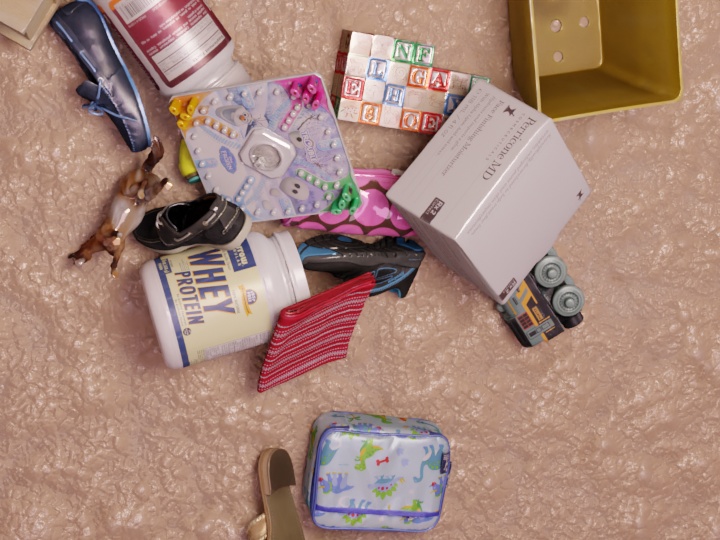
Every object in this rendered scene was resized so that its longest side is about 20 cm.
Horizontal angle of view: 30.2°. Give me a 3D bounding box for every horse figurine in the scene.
[{"bbox_3d":[-0.292,-0.075,1.680,0.050,0.132,0.201,28,92,-23],"label":"horse figurine"}]

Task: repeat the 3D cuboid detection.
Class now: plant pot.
[{"bbox_3d":[0.287,-0.316,1.744,0.199,0.176,0.201,-10,106,-12],"label":"plant pot"}]

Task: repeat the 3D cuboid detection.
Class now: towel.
[{"bbox_3d":[-0.059,0.084,1.743,0.144,0.200,0.023,-22,64,-27],"label":"towel"}]

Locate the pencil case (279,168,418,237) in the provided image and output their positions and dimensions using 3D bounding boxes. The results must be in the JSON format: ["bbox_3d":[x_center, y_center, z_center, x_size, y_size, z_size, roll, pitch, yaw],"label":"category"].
[{"bbox_3d":[-0.008,-0.098,1.769,0.199,0.091,0.094,1,138,-16],"label":"pencil case"}]

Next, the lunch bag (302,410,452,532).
[{"bbox_3d":[0.024,0.286,1.869,0.199,0.082,0.162,7,104,-14],"label":"lunch bag"}]

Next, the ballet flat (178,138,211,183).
[{"bbox_3d":[-0.140,-0.164,1.735,0.199,0.067,0.068,-12,84,-9],"label":"ballet flat"}]

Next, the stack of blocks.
[{"bbox_3d":[0.067,-0.244,1.767,0.199,0.059,0.116,8,100,-16],"label":"stack of blocks"}]

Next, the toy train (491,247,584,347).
[{"bbox_3d":[0.230,0.011,1.859,0.114,0.085,0.201,-33,108,5],"label":"toy train"}]

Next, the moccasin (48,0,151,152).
[{"bbox_3d":[-0.327,-0.235,1.666,0.068,0.080,0.201,-27,95,-21],"label":"moccasin"}]

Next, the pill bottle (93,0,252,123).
[{"bbox_3d":[-0.228,-0.288,1.654,0.114,0.114,0.200,-36,109,-4],"label":"pill bottle"}]

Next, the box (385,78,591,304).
[{"bbox_3d":[0.169,-0.099,1.720,0.199,0.130,0.200,-51,145,-6],"label":"box"}]

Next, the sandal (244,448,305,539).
[{"bbox_3d":[-0.128,0.354,1.861,0.077,0.069,0.213,-2,87,-52],"label":"sandal"}]

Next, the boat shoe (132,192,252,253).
[{"bbox_3d":[-0.223,-0.065,1.672,0.068,0.199,0.072,35,65,-40],"label":"boat shoe"}]

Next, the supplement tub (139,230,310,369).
[{"bbox_3d":[-0.173,0.034,1.726,0.199,0.145,0.146,-16,106,-10],"label":"supplement tub"}]

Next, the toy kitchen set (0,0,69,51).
[{"bbox_3d":[-0.414,-0.402,1.550,0.180,0.163,0.201,29,80,-2],"label":"toy kitchen set"}]

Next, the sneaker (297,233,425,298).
[{"bbox_3d":[0.000,0.000,1.778,0.199,0.073,0.082,3,113,-35],"label":"sneaker"}]

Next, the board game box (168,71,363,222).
[{"bbox_3d":[-0.117,-0.141,1.653,0.199,0.026,0.201,-6,127,17],"label":"board game box"}]
